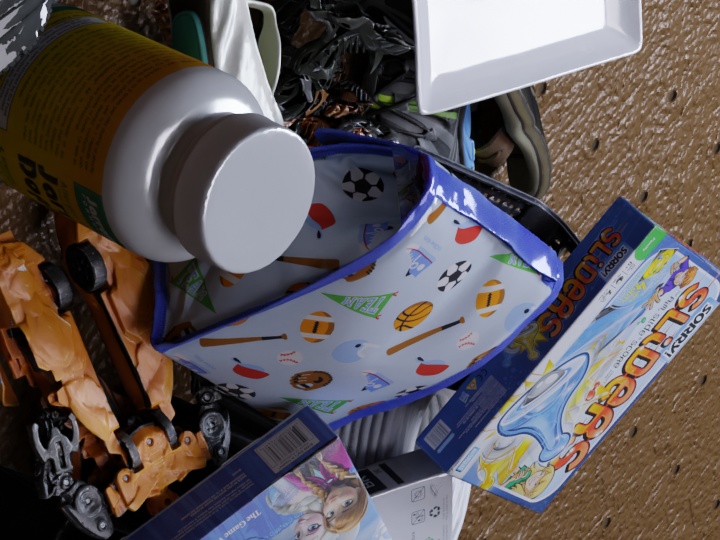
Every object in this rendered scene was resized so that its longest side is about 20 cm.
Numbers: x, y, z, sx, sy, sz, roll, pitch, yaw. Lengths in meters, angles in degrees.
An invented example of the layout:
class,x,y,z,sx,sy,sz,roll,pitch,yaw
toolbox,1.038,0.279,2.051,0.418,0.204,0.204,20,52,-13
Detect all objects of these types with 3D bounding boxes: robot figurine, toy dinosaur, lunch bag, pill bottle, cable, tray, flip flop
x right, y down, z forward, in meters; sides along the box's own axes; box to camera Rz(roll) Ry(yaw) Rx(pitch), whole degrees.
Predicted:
class,x,y,z,sx,sy,sz,roll,pitch,yaw
robot figurine,-0.156,0.057,1.437,0.145,0.058,0.200,-30,105,-34
toy dinosaur,-0.043,-0.117,1.506,0.136,0.102,0.200,-51,151,15
lunch bag,0.000,0.000,1.444,0.170,0.200,0.124,33,44,-50
pill bottle,-0.123,-0.071,1.349,0.113,0.200,0.113,-26,128,-38
cable,0.023,0.123,1.678,0.200,0.069,0.200,32,68,-69
tray,0.104,-0.173,1.557,0.200,0.022,0.107,-19,116,-36
flip flop,0.095,-0.107,1.670,0.200,0.058,0.081,61,18,-70

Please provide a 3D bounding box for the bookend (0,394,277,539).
class,x,y,z,sx,sy,sz,roll,pitch,yaw
bookend,-0.149,0.157,1.533,0.199,0.092,0.200,29,87,-51

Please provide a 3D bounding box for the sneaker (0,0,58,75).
class,x,y,z,sx,sy,sz,roll,pitch,yaw
sneaker,-0.179,-0.191,1.326,0.200,0.076,0.091,-48,133,-22

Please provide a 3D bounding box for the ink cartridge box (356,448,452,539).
class,x,y,z,sx,sy,sz,roll,pitch,yaw
ink cartridge box,-0.033,0.188,1.554,0.200,0.039,0.100,-16,123,-27

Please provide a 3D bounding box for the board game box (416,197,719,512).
class,x,y,z,sx,sy,sz,roll,pitch,yaw
board game box,0.139,0.058,1.543,0.200,0.034,0.135,-51,147,8

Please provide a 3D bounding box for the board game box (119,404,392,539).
class,x,y,z,sx,sy,sz,roll,pitch,yaw
board game box,-0.069,0.211,1.483,0.200,0.043,0.199,-36,135,-10

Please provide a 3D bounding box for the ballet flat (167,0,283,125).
class,x,y,z,sx,sy,sz,roll,pitch,yaw
ballet flat,-0.083,-0.164,1.417,0.069,0.069,0.200,-14,99,-44

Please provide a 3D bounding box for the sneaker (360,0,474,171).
class,x,y,z,sx,sy,sz,roll,pitch,yaw
sneaker,0.030,-0.110,1.606,0.083,0.071,0.200,-41,140,-35

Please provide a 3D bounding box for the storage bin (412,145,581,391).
class,x,y,z,sx,sy,sz,roll,pitch,yaw
storage bin,0.086,0.011,1.616,0.094,0.135,0.200,-47,148,17
